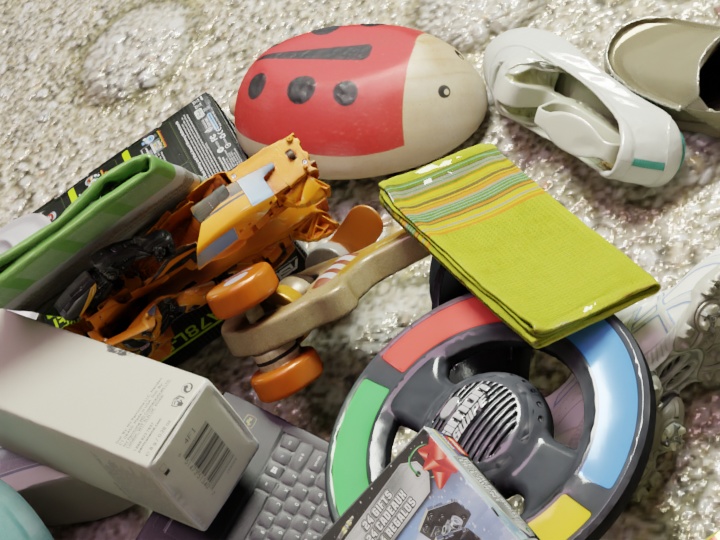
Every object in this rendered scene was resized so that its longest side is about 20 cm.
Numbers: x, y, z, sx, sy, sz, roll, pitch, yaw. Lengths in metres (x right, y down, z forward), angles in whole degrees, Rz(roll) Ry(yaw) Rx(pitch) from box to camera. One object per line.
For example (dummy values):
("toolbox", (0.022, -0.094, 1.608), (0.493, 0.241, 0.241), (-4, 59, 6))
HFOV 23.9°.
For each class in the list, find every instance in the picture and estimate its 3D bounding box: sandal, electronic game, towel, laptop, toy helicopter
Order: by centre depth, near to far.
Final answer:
("electronic game", (0.069, 0.092, 0.950), (0.199, 0.042, 0.201), (-19, 47, 21))
("laptop", (-0.043, 0.167, 0.996), (0.199, 0.103, 0.178), (25, 66, 14))
("towel", (0.089, -0.021, 1.015), (0.086, 0.018, 0.200), (-25, 35, -14))
("sandal", (0.077, 0.033, 1.083), (0.076, 0.043, 0.201), (-18, 46, 20))
("toy helicopter", (0.000, 0.000, 1.111), (0.199, 0.079, 0.132), (-27, 10, 9))
("towel", (-0.166, -0.023, 1.122), (0.149, 0.200, 0.031), (-36, 80, 5))

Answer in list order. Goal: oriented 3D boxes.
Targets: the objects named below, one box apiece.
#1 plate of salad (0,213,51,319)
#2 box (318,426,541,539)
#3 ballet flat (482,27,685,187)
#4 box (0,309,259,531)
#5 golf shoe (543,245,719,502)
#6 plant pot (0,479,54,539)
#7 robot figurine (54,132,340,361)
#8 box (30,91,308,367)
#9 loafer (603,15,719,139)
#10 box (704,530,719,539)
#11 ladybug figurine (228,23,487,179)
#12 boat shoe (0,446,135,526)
("plate of salad", (-0.278, 0.050, 1.255), (0.200, 0.048, 0.201), (-36, 35, 31))
("box", (0.014, 0.200, 0.878), (0.200, 0.040, 0.137), (-47, 60, 11))
("ballet flat", (0.132, -0.114, 1.147), (0.069, 0.070, 0.200), (-44, 46, -8))
("box", (-0.166, 0.090, 1.067), (0.199, 0.082, 0.069), (17, 62, 35))
("golf shoe", (0.176, 0.035, 1.002), (0.200, 0.078, 0.097), (-45, 38, -10))
("plant pot", (-0.266, 0.208, 1.064), (0.199, 0.202, 0.134), (16, 37, 40))
("robot figurine", (-0.109, -0.004, 1.121), (0.199, 0.145, 0.058), (-37, 73, -6))
("box", (-0.152, -0.017, 1.269), (0.193, 0.048, 0.200), (-36, 44, 4))
("loafer", (0.231, -0.127, 1.104), (0.076, 0.068, 0.200), (-47, 45, -11))
("box", (0.130, 0.226, 0.883), (0.199, 0.050, 0.075), (-34, 43, 2))
("ladybug figurine", (-0.008, -0.129, 1.235), (0.198, 0.072, 0.136), (-3, 44, 20))
("boat shoe", (-0.229, 0.134, 1.167), (0.200, 0.070, 0.072), (-14, 58, 26))
